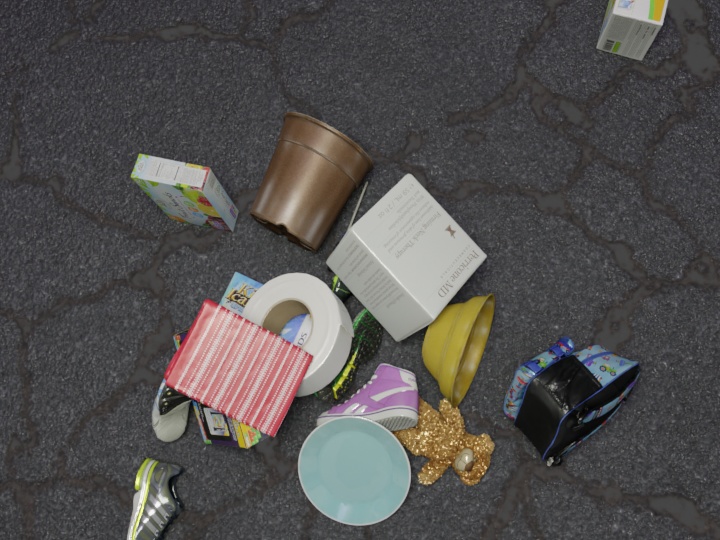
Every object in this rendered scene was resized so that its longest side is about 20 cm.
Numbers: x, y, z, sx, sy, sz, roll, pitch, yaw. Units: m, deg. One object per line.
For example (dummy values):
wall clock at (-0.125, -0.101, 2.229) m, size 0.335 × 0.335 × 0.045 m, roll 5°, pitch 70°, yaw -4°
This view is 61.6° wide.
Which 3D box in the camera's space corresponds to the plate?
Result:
plate at (-0.010, 0.340, 1.036) m, size 0.195 × 0.026 × 0.206 m, roll 2°, pitch 103°, yaw 9°

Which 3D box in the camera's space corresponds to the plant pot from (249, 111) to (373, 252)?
plant pot at (-0.104, -0.158, 1.154) m, size 0.197 × 0.200 × 0.202 m, roll 26°, pitch 83°, yaw 12°

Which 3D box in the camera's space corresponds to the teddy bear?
teddy bear at (0.133, 0.293, 1.052) m, size 0.145 × 0.067 × 0.200 m, roll -42°, pitch 73°, yaw -6°

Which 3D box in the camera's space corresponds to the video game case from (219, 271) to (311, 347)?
video game case at (-0.190, 0.126, 1.141) m, size 0.196 × 0.046 × 0.184 m, roll 23°, pitch 75°, yaw 11°

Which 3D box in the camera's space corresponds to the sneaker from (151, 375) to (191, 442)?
sneaker at (-0.328, 0.220, 1.053) m, size 0.070 × 0.202 × 0.073 m, roll -5°, pitch 48°, yaw -33°

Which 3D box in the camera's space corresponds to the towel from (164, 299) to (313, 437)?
towel at (-0.190, 0.153, 0.949) m, size 0.197 × 0.022 × 0.147 m, roll 29°, pitch 84°, yaw -10°

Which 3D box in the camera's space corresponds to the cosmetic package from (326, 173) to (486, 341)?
cosmetic package at (0.076, -0.019, 1.063) m, size 0.200 × 0.166 × 0.167 m, roll 46°, pitch 63°, yaw 1°

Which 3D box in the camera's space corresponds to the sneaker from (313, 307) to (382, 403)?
sneaker at (-0.033, 0.141, 1.108) m, size 0.084 × 0.079 × 0.201 m, roll 13°, pitch 53°, yaw 46°

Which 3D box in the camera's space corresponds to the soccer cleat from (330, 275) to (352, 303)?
soccer cleat at (0.000, 0.000, 1.156) m, size 0.080 × 0.068 × 0.203 m, roll 26°, pitch 75°, yaw 5°

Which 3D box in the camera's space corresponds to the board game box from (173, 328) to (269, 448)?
board game box at (-0.239, 0.193, 1.034) m, size 0.056 × 0.163 × 0.205 m, roll -18°, pitch 93°, yaw -41°

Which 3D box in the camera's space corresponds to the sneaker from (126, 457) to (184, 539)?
sneaker at (-0.352, 0.431, 1.046) m, size 0.079 × 0.074 × 0.205 m, roll 0°, pitch 74°, yaw 1°

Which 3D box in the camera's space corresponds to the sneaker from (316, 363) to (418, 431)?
sneaker at (0.014, 0.229, 1.073) m, size 0.196 × 0.073 × 0.117 m, roll -14°, pitch 52°, yaw 23°

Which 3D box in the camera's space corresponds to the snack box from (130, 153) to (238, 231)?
snack box at (-0.328, -0.143, 1.154) m, size 0.139 × 0.200 × 0.054 m, roll 13°, pitch 74°, yaw 8°

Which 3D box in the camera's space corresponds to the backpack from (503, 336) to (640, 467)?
backpack at (0.359, 0.199, 1.011) m, size 0.197 × 0.185 × 0.135 m, roll -28°, pitch 55°, yaw -19°

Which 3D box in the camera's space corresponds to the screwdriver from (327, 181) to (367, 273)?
screwdriver at (-0.021, -0.090, 1.200) m, size 0.027 × 0.029 × 0.204 m, roll 18°, pitch 80°, yaw 10°

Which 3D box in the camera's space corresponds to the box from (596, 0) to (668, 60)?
box at (0.579, -0.568, 1.263) m, size 0.099 × 0.113 × 0.204 m, roll 18°, pitch 73°, yaw 9°

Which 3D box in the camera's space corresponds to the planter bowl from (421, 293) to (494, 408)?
planter bowl at (0.160, 0.124, 1.043) m, size 0.082 × 0.201 × 0.204 m, roll 19°, pitch 74°, yaw 23°

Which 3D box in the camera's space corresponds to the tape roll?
tape roll at (-0.114, 0.110, 1.051) m, size 0.197 × 0.071 × 0.207 m, roll -9°, pitch 62°, yaw 18°
